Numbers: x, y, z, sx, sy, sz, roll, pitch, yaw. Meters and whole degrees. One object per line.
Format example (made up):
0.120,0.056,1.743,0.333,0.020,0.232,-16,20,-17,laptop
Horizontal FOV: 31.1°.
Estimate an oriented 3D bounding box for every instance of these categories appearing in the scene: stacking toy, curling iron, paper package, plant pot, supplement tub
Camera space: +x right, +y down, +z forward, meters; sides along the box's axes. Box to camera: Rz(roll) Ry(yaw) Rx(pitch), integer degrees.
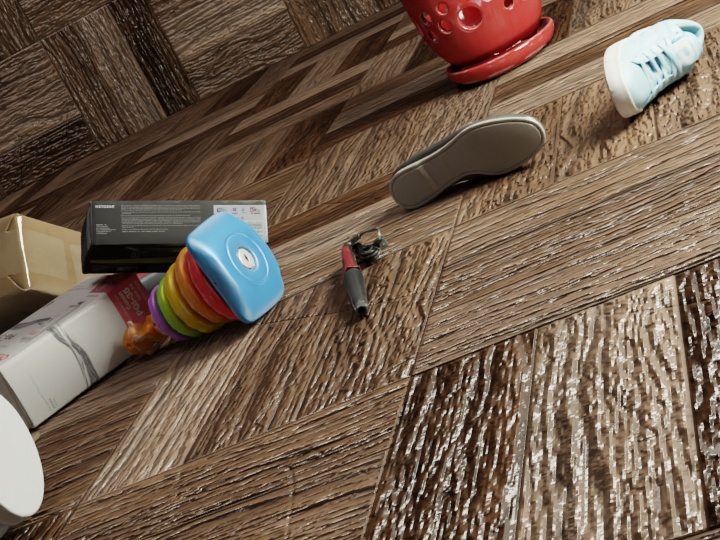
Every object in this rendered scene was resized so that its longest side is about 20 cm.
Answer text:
-0.189,0.037,1.411,0.199,0.116,0.110,-36,5,29,stacking toy
0.000,0.000,1.300,0.049,0.026,0.200,-28,16,12,curling iron
-0.458,0.014,1.710,0.189,0.105,0.200,-17,-14,19,paper package
0.175,-0.385,1.906,0.199,0.184,0.201,-25,16,8,plant pot
-0.398,0.200,1.145,0.198,0.141,0.141,-25,16,9,supplement tub

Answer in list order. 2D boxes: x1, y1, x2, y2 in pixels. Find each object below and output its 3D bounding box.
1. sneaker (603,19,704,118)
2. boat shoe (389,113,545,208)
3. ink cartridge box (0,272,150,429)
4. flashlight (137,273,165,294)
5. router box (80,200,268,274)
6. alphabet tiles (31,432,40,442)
0.320,-0.229,1.386,0.081,0.074,0.200,-21,18,35,sneaker
0.118,-0.131,1.434,0.199,0.067,0.057,-23,21,31,boat shoe
-0.346,0.090,1.497,0.200,0.083,0.146,-38,19,-31,ink cartridge box
-0.276,0.013,1.655,0.199,0.068,0.068,-32,-2,-14,flashlight
-0.218,-0.037,1.492,0.198,0.053,0.157,-1,-12,-17,router box
-0.438,0.242,1.328,0.166,0.008,0.200,-20,19,27,alphabet tiles
